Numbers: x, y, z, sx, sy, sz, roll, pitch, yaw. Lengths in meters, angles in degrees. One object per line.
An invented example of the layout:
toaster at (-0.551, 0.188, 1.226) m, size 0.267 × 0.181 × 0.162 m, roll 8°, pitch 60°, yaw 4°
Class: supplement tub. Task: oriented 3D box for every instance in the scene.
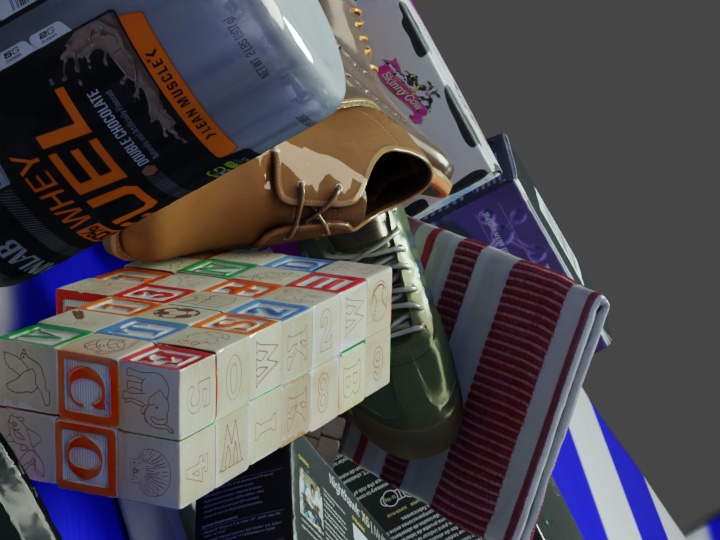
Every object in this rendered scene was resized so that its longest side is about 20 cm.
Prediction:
supplement tub at (-0.117, -0.073, 0.756) m, size 0.123 × 0.200 × 0.123 m, roll 59°, pitch 11°, yaw -19°

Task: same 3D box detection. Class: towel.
towel at (0.051, 0.056, 1.045) m, size 0.023 × 0.144 × 0.200 m, roll 15°, pitch 5°, yaw -35°

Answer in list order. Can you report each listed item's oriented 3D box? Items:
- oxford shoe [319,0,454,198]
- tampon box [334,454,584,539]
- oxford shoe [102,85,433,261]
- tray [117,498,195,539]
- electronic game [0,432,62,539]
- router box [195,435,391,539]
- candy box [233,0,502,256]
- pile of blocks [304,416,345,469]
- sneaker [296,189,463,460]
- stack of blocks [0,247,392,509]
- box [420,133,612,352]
oxford shoe at (-0.014, -0.121, 1.107) m, size 0.200 × 0.073 × 0.071 m, roll 41°, pitch -9°, yaw -1°
tampon box at (0.057, 0.156, 1.228) m, size 0.200 × 0.126 × 0.150 m, roll 64°, pitch 11°, yaw 10°
oxford shoe at (-0.038, -0.041, 0.925) m, size 0.071 × 0.071 × 0.200 m, roll 35°, pitch 38°, yaw 28°
tray at (-0.088, 0.111, 0.925) m, size 0.107 × 0.022 × 0.200 m, roll 43°, pitch 21°, yaw -58°
electronic game at (-0.141, 0.095, 0.642) m, size 0.200 × 0.042 × 0.200 m, roll 61°, pitch 2°, yaw -4°
router box at (-0.012, 0.189, 0.900) m, size 0.200 × 0.052 × 0.157 m, roll 55°, pitch 24°, yaw -47°
candy box at (-0.032, -0.072, 1.176) m, size 0.137 × 0.200 × 0.061 m, roll 63°, pitch 10°, yaw 3°
pile of blocks at (-0.055, 0.094, 1.077) m, size 0.062 × 0.082 × 0.200 m, roll 16°, pitch 8°, yaw -7°
sneaker at (0.000, 0.000, 1.025) m, size 0.090 × 0.067 × 0.200 m, roll 76°, pitch -5°, yaw -51°
stack of blocks at (-0.078, 0.039, 0.842) m, size 0.200 × 0.115 × 0.059 m, roll -25°, pitch 119°, yaw -63°
box at (0.054, 0.021, 1.363) m, size 0.148 × 0.200 × 0.104 m, roll 57°, pitch 11°, yaw -20°
